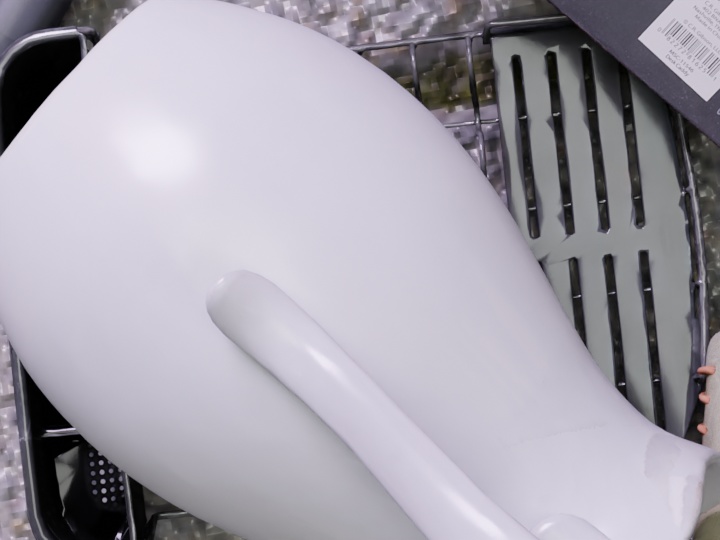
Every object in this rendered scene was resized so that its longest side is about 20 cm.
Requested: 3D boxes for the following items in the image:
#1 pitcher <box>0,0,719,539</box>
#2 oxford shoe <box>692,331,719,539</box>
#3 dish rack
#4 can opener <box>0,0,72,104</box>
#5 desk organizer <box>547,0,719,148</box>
[{"bbox_3d":[-0.002,0.024,0.666,0.200,0.172,0.121,41,93,1],"label":"pitcher"},{"bbox_3d":[0.120,0.057,0.768,0.074,0.071,0.200,37,84,19],"label":"oxford shoe"},{"bbox_3d":[0.000,0.000,0.778,0.199,0.055,0.154,-6,88,3],"label":"dish rack"},{"bbox_3d":[-0.113,-0.082,0.781,0.053,0.067,0.200,30,90,4],"label":"can opener"},{"bbox_3d":[0.072,-0.116,0.764,0.200,0.077,0.072,40,110,-5],"label":"desk organizer"}]
